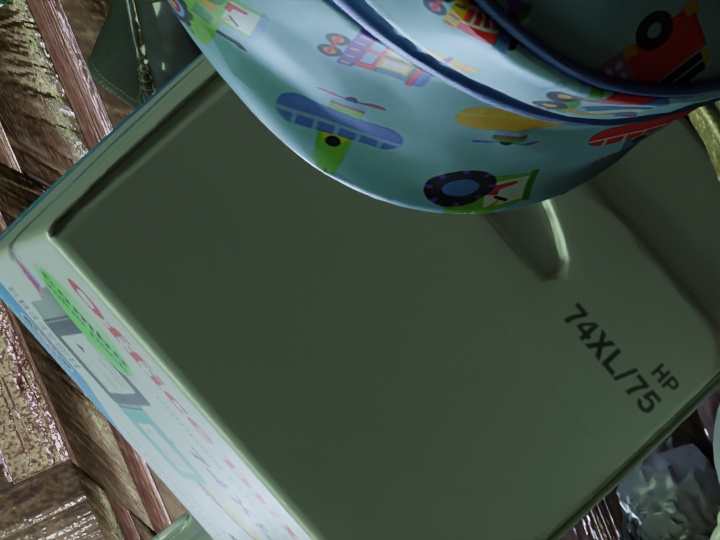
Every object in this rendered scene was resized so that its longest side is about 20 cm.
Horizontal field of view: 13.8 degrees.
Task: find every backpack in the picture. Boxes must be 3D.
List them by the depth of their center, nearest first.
[{"bbox_3d":[0.033,-0.109,0.489,0.135,0.183,0.200,8,138,56],"label":"backpack"}]

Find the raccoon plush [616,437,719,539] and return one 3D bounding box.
[{"bbox_3d":[0.066,0.156,0.951,0.200,0.134,0.097,69,169,-19],"label":"raccoon plush"}]

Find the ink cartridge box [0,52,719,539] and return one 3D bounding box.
[{"bbox_3d":[0.000,0.000,0.828,0.147,0.146,0.200,49,169,-6],"label":"ink cartridge box"}]

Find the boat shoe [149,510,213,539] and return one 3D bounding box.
[{"bbox_3d":[-0.011,0.080,1.037,0.072,0.200,0.069,31,-156,-38],"label":"boat shoe"}]

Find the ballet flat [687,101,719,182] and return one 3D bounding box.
[{"bbox_3d":[0.079,-0.068,0.629,0.065,0.070,0.200,40,-152,-84],"label":"ballet flat"}]

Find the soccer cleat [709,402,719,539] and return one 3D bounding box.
[{"bbox_3d":[0.108,0.059,0.697,0.070,0.086,0.200,67,168,-7],"label":"soccer cleat"}]

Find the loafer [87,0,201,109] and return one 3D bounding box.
[{"bbox_3d":[-0.066,-0.081,1.059,0.073,0.072,0.200,-69,-38,-57],"label":"loafer"}]

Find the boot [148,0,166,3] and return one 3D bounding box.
[{"bbox_3d":[-0.021,-0.147,0.743,0.186,0.064,0.200,-110,25,-65],"label":"boot"}]

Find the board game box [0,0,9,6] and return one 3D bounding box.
[{"bbox_3d":[-0.128,-0.215,1.040,0.040,0.153,0.200,2,123,35],"label":"board game box"}]
